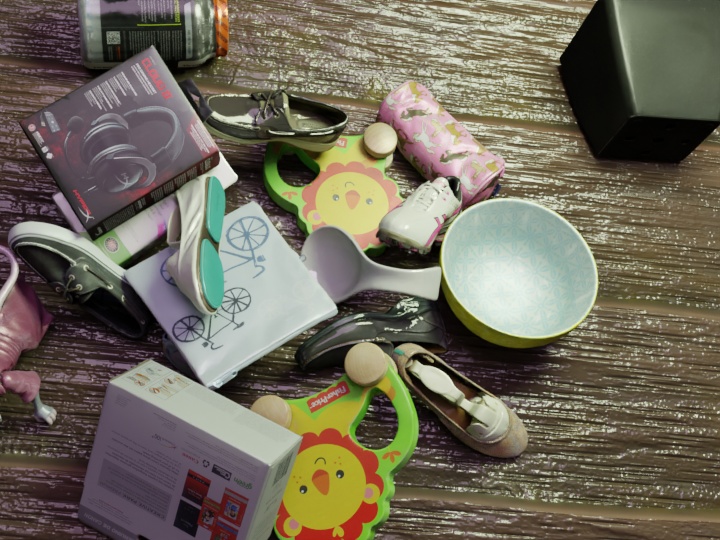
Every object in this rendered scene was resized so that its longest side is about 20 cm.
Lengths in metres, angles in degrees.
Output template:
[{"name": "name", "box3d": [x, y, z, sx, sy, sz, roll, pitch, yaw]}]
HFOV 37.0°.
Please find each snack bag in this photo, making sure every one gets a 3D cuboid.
[{"name": "snack bag", "box3d": [-0.146, 0.025, 1.246, 0.188, 0.021, 0.200, -31, 61, -20]}]

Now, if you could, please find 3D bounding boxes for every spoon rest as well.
[{"name": "spoon rest", "box3d": [0.000, 0.000, 1.316, 0.199, 0.060, 0.100, 9, 94, 35]}]

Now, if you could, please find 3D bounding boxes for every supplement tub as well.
[{"name": "supplement tub", "box3d": [-0.284, -0.341, 1.480, 0.198, 0.123, 0.123, -3, 60, -12]}]

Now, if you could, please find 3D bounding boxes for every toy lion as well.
[{"name": "toy lion", "box3d": [-0.022, 0.208, 1.198, 0.199, 0.069, 0.193, -29, 69, 4]}, {"name": "toy lion", "box3d": [-0.036, -0.109, 1.429, 0.198, 0.069, 0.193, 12, 66, -2]}]

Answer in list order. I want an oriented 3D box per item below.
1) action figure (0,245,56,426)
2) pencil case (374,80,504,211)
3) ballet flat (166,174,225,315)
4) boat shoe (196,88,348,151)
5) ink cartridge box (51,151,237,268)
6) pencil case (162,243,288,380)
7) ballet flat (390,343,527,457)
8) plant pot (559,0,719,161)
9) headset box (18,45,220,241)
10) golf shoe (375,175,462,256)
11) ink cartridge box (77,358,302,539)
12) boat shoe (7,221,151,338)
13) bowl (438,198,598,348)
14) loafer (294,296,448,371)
[{"name": "action figure", "box3d": [-0.400, 0.089, 1.196, 0.133, 0.150, 0.201, 6, 43, -11]}, {"name": "pencil case", "box3d": [0.108, -0.173, 1.474, 0.200, 0.083, 0.086, 45, 47, 18]}, {"name": "ballet flat", "box3d": [-0.191, -0.025, 1.237, 0.069, 0.070, 0.201, 3, 51, -9]}, {"name": "boat shoe", "box3d": [-0.108, -0.199, 1.354, 0.199, 0.065, 0.074, 2, 63, -31]}, {"name": "ink cartridge box", "box3d": [-0.263, -0.096, 1.328, 0.199, 0.067, 0.117, -35, 90, -12]}, {"name": "pencil case", "box3d": [-0.156, 0.040, 1.299, 0.090, 0.083, 0.201, 34, 58, -4]}, {"name": "ballet flat", "box3d": [0.118, 0.157, 1.266, 0.199, 0.067, 0.068, 33, 79, -4]}, {"name": "plant pot", "box3d": [0.412, -0.263, 1.530, 0.198, 0.200, 0.179, 3, 72, -9]}, {"name": "headset box", "box3d": [-0.270, -0.153, 1.261, 0.199, 0.077, 0.149, -32, 88, -10]}, {"name": "golf shoe", "box3d": [0.075, -0.074, 1.349, 0.072, 0.093, 0.200, 20, 17, 16]}, {"name": "ink cartridge box", "box3d": [-0.186, 0.221, 1.151, 0.199, 0.177, 0.084, 25, 20, 15]}, {"name": "boat shoe", "box3d": [-0.318, 0.013, 1.243, 0.200, 0.068, 0.057, 35, 37, -36]}, {"name": "bowl", "box3d": [0.187, 0.021, 1.357, 0.198, 0.108, 0.201, 5, 58, -8]}, {"name": "loafer", "box3d": [0.018, 0.090, 1.310, 0.199, 0.073, 0.073, -18, 68, -18]}]
